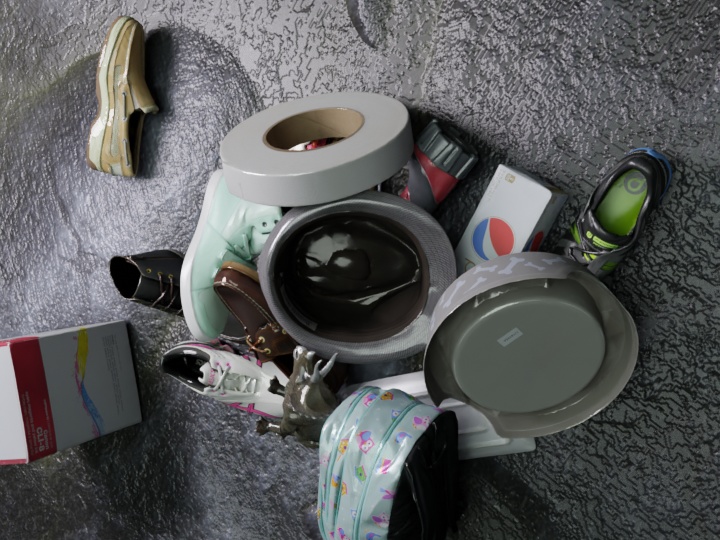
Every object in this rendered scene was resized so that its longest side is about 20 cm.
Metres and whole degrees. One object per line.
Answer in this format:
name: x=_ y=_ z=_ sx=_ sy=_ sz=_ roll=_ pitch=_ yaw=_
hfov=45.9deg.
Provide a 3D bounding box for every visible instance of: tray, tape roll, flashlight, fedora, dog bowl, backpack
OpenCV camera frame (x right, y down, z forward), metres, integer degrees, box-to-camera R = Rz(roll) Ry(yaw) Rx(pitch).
tray: x=0.081 y=0.162 z=0.922 sx=0.199 sy=0.022 sz=0.108 roll=-14 pitch=100 yaw=27
tape roll: x=-0.045 y=-0.129 z=0.874 sx=0.202 sy=0.203 sz=0.037 roll=7 pitch=126 yaw=26
flashlight: x=0.042 y=-0.067 z=0.920 sx=0.200 sy=0.068 sz=0.068 roll=-49 pitch=46 yaw=21
fedora: x=0.000 y=0.000 z=0.869 sx=0.199 sy=0.090 sz=0.178 roll=-5 pitch=104 yaw=8
dog bowl: x=0.154 y=0.069 z=0.800 sx=0.199 sy=0.059 sz=0.201 roll=-2 pitch=126 yaw=-2
backpack: x=0.029 y=0.217 z=0.855 sx=0.126 sy=0.167 sz=0.201 roll=16 pitch=125 yaw=23

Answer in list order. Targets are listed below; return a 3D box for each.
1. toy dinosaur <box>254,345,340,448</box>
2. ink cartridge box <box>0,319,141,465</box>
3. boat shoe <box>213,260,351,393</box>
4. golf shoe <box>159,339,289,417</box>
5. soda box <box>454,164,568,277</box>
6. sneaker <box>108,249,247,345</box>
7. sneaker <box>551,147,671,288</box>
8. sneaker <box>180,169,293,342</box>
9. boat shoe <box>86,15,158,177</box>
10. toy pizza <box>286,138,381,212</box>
toy dinosaur: x=-0.043 y=0.161 z=0.902 sx=0.102 sy=0.200 sz=0.077 roll=4 pitch=54 yaw=35
ink cartridge box: x=-0.404 y=0.152 z=1.084 sx=0.144 sy=0.200 sz=0.146 roll=-10 pitch=91 yaw=28
boat shoe: x=-0.087 y=0.072 z=0.925 sx=0.070 sy=0.200 sz=0.071 roll=-5 pitch=48 yaw=55
golf shoe: x=-0.147 y=0.134 z=1.011 sx=0.199 sy=0.092 sz=0.073 roll=12 pitch=97 yaw=25
soda box: x=0.133 y=-0.005 z=0.873 sx=0.063 sy=0.068 sz=0.201 roll=32 pitch=106 yaw=22
sneaker: x=-0.209 y=0.038 z=1.029 sx=0.199 sy=0.106 sz=0.075 roll=26 pitch=104 yaw=24
sneaker: x=0.224 y=-0.028 z=0.816 sx=0.071 sy=0.083 sz=0.200 roll=35 pitch=111 yaw=20
sneaker: x=-0.128 y=-0.014 z=0.953 sx=0.117 sy=0.074 sz=0.202 roll=6 pitch=82 yaw=25
boat shoe: x=-0.292 y=-0.219 z=1.089 sx=0.076 sy=0.072 sz=0.201 roll=16 pitch=107 yaw=11
toy pizza: x=-0.069 y=-0.098 z=0.992 sx=0.199 sy=0.032 sz=0.202 roll=2 pitch=93 yaw=27
